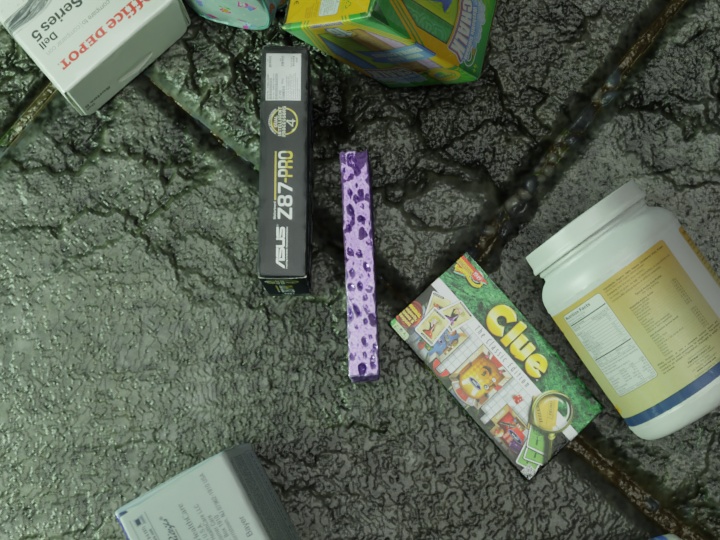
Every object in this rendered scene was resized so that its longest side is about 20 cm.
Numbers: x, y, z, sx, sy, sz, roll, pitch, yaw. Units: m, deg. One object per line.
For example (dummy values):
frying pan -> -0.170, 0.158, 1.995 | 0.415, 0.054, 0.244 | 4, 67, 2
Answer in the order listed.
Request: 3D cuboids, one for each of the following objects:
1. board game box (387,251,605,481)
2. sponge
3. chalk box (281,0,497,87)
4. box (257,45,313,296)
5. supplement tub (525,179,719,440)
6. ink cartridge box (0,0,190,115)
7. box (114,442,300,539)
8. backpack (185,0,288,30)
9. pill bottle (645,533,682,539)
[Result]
board game box -> 0.129, 0.091, 1.077 | 0.105, 0.023, 0.200 | -42, 85, -7
sponge -> 0.000, 0.000, 1.041 | 0.029, 0.112, 0.203 | -3, 83, 1
chalk box -> 0.048, -0.248, 1.046 | 0.199, 0.123, 0.126 | 18, 81, -43
box -> -0.066, -0.084, 1.026 | 0.048, 0.161, 0.203 | 0, 84, 0
supplement tub -> 0.256, 0.034, 1.023 | 0.144, 0.144, 0.201 | -34, 84, -4
ink cartridge box -> -0.283, -0.276, 1.086 | 0.145, 0.084, 0.200 | -42, 85, -6
box -> -0.106, 0.254, 0.964 | 0.104, 0.200, 0.186 | -29, 84, -3
backpack -> -0.128, -0.318, 1.039 | 0.165, 0.200, 0.128 | 26, 81, 24
pill bottle -> 0.206, 0.317, 1.003 | 0.197, 0.114, 0.115 | -16, 83, -2
